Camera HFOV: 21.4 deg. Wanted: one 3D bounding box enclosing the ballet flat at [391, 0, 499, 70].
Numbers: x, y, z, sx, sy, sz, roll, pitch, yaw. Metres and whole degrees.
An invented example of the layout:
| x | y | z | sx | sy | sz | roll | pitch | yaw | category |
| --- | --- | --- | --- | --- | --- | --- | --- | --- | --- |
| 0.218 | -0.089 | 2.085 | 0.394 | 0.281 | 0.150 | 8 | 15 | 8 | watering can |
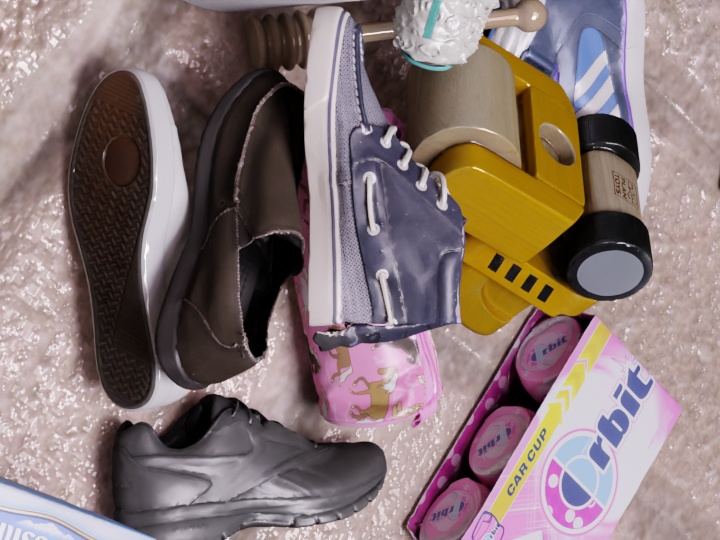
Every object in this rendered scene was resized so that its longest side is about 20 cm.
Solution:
| x | y | z | sx | sy | sz | roll | pitch | yaw | category |
| --- | --- | --- | --- | --- | --- | --- | --- | --- | --- |
| 0.066 | -0.198 | 1.201 | 0.072 | 0.071 | 0.201 | 55 | 27 | -25 | ballet flat |

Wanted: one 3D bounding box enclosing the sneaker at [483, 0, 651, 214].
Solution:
| x | y | z | sx | sy | sz | roll | pitch | yaw | category |
| --- | --- | --- | --- | --- | --- | --- | --- | --- | --- |
| 0.120 | -0.113 | 1.311 | 0.145 | 0.080 | 0.202 | -7 | 105 | -22 | sneaker |

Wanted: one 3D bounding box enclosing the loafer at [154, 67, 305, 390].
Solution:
| x | y | z | sx | sy | sz | roll | pitch | yaw | category |
| --- | --- | --- | --- | --- | --- | --- | --- | --- | --- |
| -0.058 | -0.024 | 1.119 | 0.073 | 0.071 | 0.202 | 36 | 61 | -52 | loafer |

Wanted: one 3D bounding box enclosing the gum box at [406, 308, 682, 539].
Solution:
| x | y | z | sx | sy | sz | roll | pitch | yaw | category |
| --- | --- | --- | --- | --- | --- | --- | --- | --- | --- |
| 0.127 | 0.141 | 1.331 | 0.113 | 0.066 | 0.201 | 44 | 69 | -30 | gum box |

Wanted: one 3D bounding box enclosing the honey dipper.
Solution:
| x | y | z | sx | sy | sz | roll | pitch | yaw | category |
| --- | --- | --- | --- | --- | --- | --- | --- | --- | --- |
| 0.026 | -0.155 | 1.220 | 0.198 | 0.038 | 0.038 | -9 | 99 | -17 | honey dipper |

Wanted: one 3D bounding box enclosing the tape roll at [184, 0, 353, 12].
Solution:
| x | y | z | sx | sy | sz | roll | pitch | yaw | category |
| --- | --- | --- | --- | --- | --- | --- | --- | --- | --- |
| -0.045 | -0.258 | 1.135 | 0.201 | 0.139 | 0.205 | -3 | 95 | -34 | tape roll |

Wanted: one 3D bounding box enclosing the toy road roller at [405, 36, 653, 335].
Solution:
| x | y | z | sx | sy | sz | roll | pitch | yaw | category |
| --- | --- | --- | --- | --- | --- | --- | --- | --- | --- |
| 0.087 | -0.042 | 1.235 | 0.199 | 0.146 | 0.124 | 30 | 40 | -29 | toy road roller |

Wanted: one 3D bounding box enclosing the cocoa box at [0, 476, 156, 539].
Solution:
| x | y | z | sx | sy | sz | roll | pitch | yaw | category |
| --- | --- | --- | --- | --- | --- | --- | --- | --- | --- |
| -0.237 | 0.167 | 1.032 | 0.199 | 0.133 | 0.132 | 27 | 77 | -34 | cocoa box |

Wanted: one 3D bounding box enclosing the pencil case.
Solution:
| x | y | z | sx | sy | sz | roll | pitch | yaw | category |
| --- | --- | --- | --- | --- | --- | --- | --- | --- | --- |
| 0.000 | 0.000 | 1.215 | 0.082 | 0.086 | 0.202 | -12 | 100 | -18 | pencil case |

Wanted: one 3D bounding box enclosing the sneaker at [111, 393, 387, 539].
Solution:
| x | y | z | sx | sy | sz | roll | pitch | yaw | category |
| --- | --- | --- | --- | --- | --- | --- | --- | --- | --- |
| -0.067 | 0.119 | 1.192 | 0.198 | 0.076 | 0.092 | -6 | 90 | -37 | sneaker |

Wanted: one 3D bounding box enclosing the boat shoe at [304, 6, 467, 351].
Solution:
| x | y | z | sx | sy | sz | roll | pitch | yaw | category |
| --- | --- | --- | --- | --- | --- | --- | --- | --- | --- |
| 0.017 | -0.055 | 1.121 | 0.092 | 0.075 | 0.202 | -1 | 91 | 7 | boat shoe |

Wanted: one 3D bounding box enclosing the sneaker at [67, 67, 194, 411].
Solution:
| x | y | z | sx | sy | sz | roll | pitch | yaw | category |
| --- | --- | --- | --- | --- | --- | --- | --- | --- | --- |
| -0.123 | -0.021 | 1.151 | 0.084 | 0.072 | 0.202 | -11 | 102 | -54 | sneaker |
